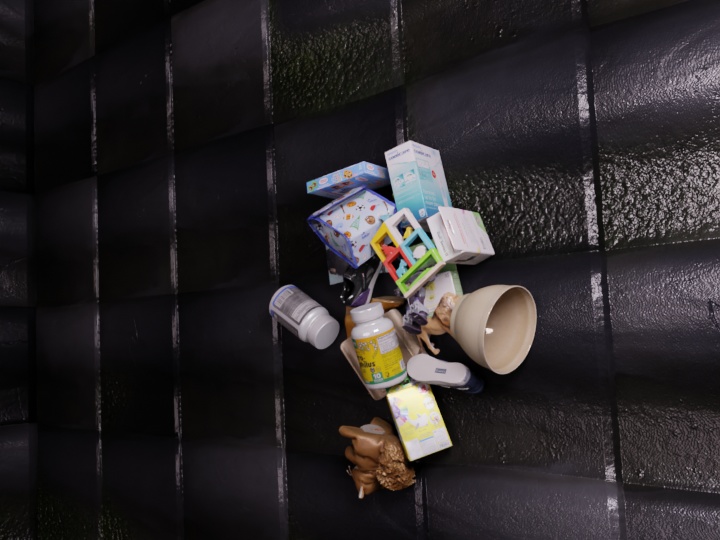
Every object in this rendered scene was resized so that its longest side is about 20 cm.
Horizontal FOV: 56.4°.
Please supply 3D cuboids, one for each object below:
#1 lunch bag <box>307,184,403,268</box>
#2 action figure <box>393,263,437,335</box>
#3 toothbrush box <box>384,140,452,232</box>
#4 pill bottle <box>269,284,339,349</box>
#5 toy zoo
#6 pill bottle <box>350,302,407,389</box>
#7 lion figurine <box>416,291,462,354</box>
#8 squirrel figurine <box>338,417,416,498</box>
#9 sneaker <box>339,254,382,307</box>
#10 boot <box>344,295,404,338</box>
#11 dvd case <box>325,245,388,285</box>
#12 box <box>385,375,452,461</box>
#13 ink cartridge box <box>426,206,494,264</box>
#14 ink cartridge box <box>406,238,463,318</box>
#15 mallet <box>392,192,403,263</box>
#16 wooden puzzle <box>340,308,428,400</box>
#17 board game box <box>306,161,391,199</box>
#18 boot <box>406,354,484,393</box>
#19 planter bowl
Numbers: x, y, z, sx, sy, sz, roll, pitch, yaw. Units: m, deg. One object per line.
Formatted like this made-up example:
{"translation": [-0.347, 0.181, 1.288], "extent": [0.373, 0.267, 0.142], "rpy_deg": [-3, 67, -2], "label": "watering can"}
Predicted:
{"translation": [-0.020, -0.129, 1.715], "extent": [0.200, 0.170, 0.124], "rpy_deg": [37, 153, 43], "label": "lunch bag"}
{"translation": [0.139, 0.053, 1.646], "extent": [0.130, 0.069, 0.201], "rpy_deg": [-45, 28, 41], "label": "action figure"}
{"translation": [0.151, -0.208, 1.689], "extent": [0.085, 0.146, 0.201], "rpy_deg": [-20, 75, 34], "label": "toothbrush box"}
{"translation": [-0.161, 0.135, 1.932], "extent": [0.200, 0.113, 0.114], "rpy_deg": [34, 108, 33], "label": "pill bottle"}
{"translation": [0.102, -0.053, 1.592], "extent": [0.131, 0.020, 0.201], "rpy_deg": [-45, 65, 29], "label": "toy zoo"}
{"translation": [0.040, 0.188, 1.697], "extent": [0.112, 0.113, 0.201], "rpy_deg": [-11, 98, 36], "label": "pill bottle"}
{"translation": [0.186, 0.135, 1.649], "extent": [0.199, 0.073, 0.123], "rpy_deg": [-30, 106, 35], "label": "lion figurine"}
{"translation": [0.043, 0.508, 1.752], "extent": [0.199, 0.141, 0.188], "rpy_deg": [16, 104, 39], "label": "squirrel figurine"}
{"translation": [0.000, 0.000, 1.750], "extent": [0.075, 0.087, 0.201], "rpy_deg": [14, 95, 38], "label": "sneaker"}
{"translation": [0.041, 0.144, 1.815], "extent": [0.200, 0.071, 0.145], "rpy_deg": [-4, 92, 40], "label": "boot"}
{"translation": [-0.013, -0.048, 1.834], "extent": [0.199, 0.022, 0.147], "rpy_deg": [-12, 80, 37], "label": "dvd case"}
{"translation": [0.141, 0.366, 1.697], "extent": [0.117, 0.048, 0.201], "rpy_deg": [-18, 75, -7], "label": "box"}
{"translation": [0.228, -0.081, 1.590], "extent": [0.067, 0.199, 0.118], "rpy_deg": [-29, 71, 33], "label": "ink cartridge box"}
{"translation": [0.181, 0.020, 1.719], "extent": [0.145, 0.048, 0.201], "rpy_deg": [-18, 80, 36], "label": "ink cartridge box"}
{"translation": [0.087, -0.115, 1.805], "extent": [0.066, 0.041, 0.201], "rpy_deg": [-22, 66, 51], "label": "mallet"}
{"translation": [0.069, 0.222, 1.776], "extent": [0.200, 0.037, 0.186], "rpy_deg": [-35, 87, 25], "label": "wooden puzzle"}
{"translation": [-0.022, -0.239, 1.818], "extent": [0.199, 0.151, 0.037], "rpy_deg": [-13, 79, 36], "label": "board game box"}
{"translation": [0.208, 0.264, 1.665], "extent": [0.199, 0.090, 0.073], "rpy_deg": [7, 67, 50], "label": "boot"}
{"translation": [0.293, 0.124, 1.546], "extent": [0.134, 0.199, 0.202], "rpy_deg": [13, 96, 47], "label": "planter bowl"}
